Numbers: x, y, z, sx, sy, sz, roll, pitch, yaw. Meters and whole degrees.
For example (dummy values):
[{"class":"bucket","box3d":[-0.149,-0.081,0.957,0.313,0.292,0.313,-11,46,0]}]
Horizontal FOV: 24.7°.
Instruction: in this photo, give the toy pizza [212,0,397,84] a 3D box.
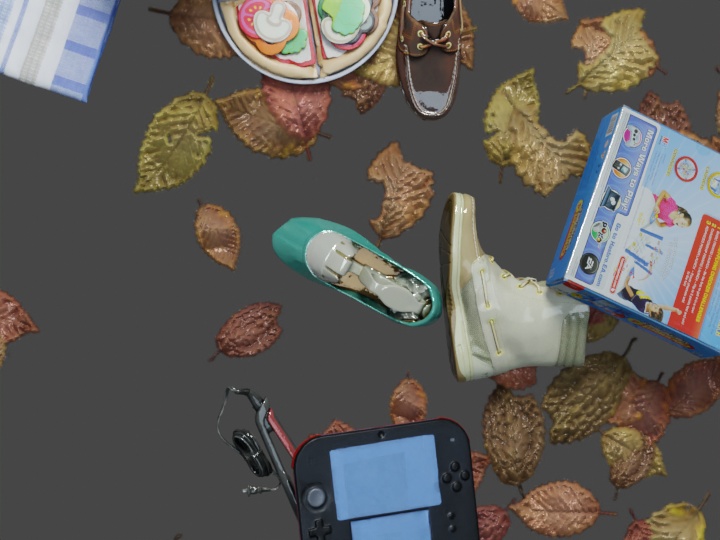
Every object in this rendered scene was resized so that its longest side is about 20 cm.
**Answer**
[{"class":"toy pizza","box3d":[-0.058,-0.297,1.715,0.197,0.032,0.203,0,93,-1]}]

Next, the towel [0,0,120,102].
[{"class":"towel","box3d":[-0.355,-0.275,1.703,0.198,0.024,0.149,20,93,-6]}]

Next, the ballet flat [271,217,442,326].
[{"class":"ballet flat","box3d":[0.000,0.000,1.726,0.198,0.070,0.068,27,91,-6]}]

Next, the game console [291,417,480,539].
[{"class":"game console","box3d":[0.028,0.254,1.739,0.197,0.031,0.179,-6,87,-15]}]

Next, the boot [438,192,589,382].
[{"class":"boot","box3d":[0.164,0.012,1.741,0.152,0.072,0.203,-5,99,-4]}]

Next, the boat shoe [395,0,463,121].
[{"class":"boat shoe","box3d":[0.072,-0.258,1.717,0.069,0.070,0.203,-4,95,-5]}]

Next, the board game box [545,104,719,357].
[{"class":"board game box","box3d":[0.317,-0.039,1.724,0.194,0.056,0.202,24,76,-12]}]

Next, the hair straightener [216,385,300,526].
[{"class":"hair straightener","box3d":[-0.095,0.212,1.744,0.076,0.041,0.201,-32,100,-2]}]
